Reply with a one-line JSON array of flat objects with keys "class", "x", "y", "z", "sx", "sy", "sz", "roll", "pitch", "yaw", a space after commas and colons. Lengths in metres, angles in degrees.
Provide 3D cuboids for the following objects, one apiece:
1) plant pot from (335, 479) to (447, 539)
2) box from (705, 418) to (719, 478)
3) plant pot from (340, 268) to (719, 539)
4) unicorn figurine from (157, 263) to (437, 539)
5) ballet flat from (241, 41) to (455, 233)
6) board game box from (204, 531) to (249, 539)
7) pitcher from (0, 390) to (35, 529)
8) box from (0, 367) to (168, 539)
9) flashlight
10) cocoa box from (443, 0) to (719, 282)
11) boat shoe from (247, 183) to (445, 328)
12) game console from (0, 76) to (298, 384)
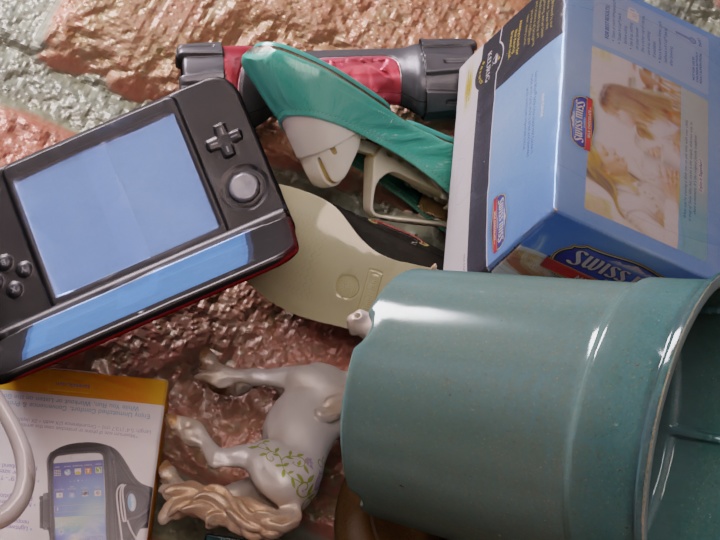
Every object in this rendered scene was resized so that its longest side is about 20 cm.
[{"class": "plant pot", "x": 0.082, "y": 0.144, "z": 1.602, "sx": 0.200, "sy": 0.027, "sz": 0.200, "roll": -4, "pitch": 54, "yaw": 6}, {"class": "box", "x": 0.309, "y": 0.084, "z": 1.625, "sx": 0.200, "sy": 0.097, "sz": 0.125, "roll": 6, "pitch": 77, "yaw": -1}, {"class": "plant pot", "x": 0.106, "y": 0.086, "z": 1.508, "sx": 0.196, "sy": 0.200, "sz": 0.200, "roll": 9, "pitch": 62, "yaw": 24}, {"class": "unicorn figurine", "x": -0.041, "y": 0.086, "z": 1.617, "sx": 0.137, "sy": 0.074, "sz": 0.200, "roll": 11, "pitch": 64, "yaw": 16}, {"class": "ballet flat", "x": 0.006, "y": -0.074, "z": 1.683, "sx": 0.200, "sy": 0.067, "sz": 0.070, "roll": 27, "pitch": 69, "yaw": -22}, {"class": "board game box", "x": -0.016, "y": 0.232, "z": 1.532, "sx": 0.200, "sy": 0.028, "sz": 0.135, "roll": 8, "pitch": 68, "yaw": 24}, {"class": "pitcher", "x": -0.263, "y": 0.049, "z": 1.514, "sx": 0.171, "sy": 0.121, "sz": 0.200, "roll": 10, "pitch": 68, "yaw": -10}, {"class": "box", "x": -0.187, "y": 0.158, "z": 1.606, "sx": 0.119, "sy": 0.041, "sz": 0.200, "roll": 6, "pitch": 66, "yaw": 0}, {"class": "flashlight", "x": -0.021, "y": -0.119, "z": 1.734, "sx": 0.200, "sy": 0.068, "sz": 0.068, "roll": -1, "pitch": 82, "yaw": -4}, {"class": "cocoa box", "x": 0.142, "y": -0.060, "z": 1.636, "sx": 0.133, "sy": 0.131, "sz": 0.200, "roll": 23, "pitch": 51, "yaw": -22}, {"class": "boat shoe", "x": -0.001, "y": 0.003, "z": 1.681, "sx": 0.201, "sy": 0.063, "sz": 0.074, "roll": 24, "pitch": 95, "yaw": 10}, {"class": "game console", "x": -0.149, "y": -0.028, "z": 1.615, "sx": 0.200, "sy": 0.119, "sz": 0.172, "roll": -23, "pitch": 71, "yaw": 0}]
